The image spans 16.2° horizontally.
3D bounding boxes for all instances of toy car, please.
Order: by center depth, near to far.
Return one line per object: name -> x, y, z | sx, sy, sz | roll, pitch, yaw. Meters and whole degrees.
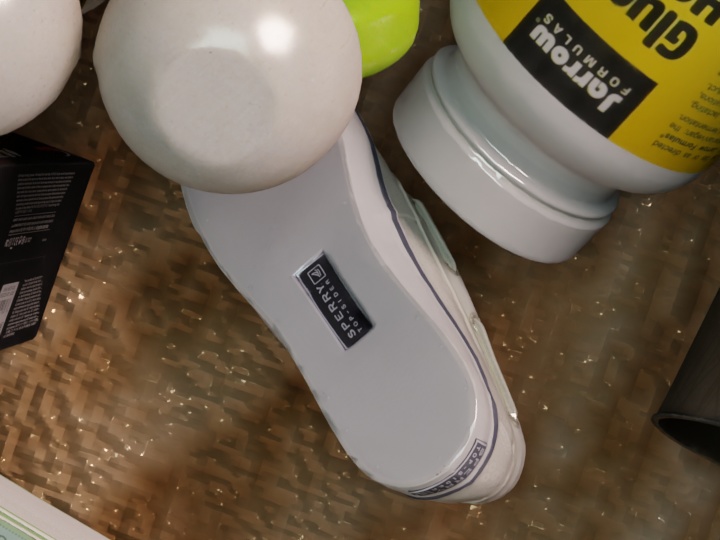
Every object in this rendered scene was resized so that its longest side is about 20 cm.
toy car -> -0.074, -0.124, 0.821 | 0.199, 0.175, 0.150 | 11, 115, 0

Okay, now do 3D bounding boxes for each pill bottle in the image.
pill bottle -> 0.103, -0.100, 0.858 | 0.112, 0.112, 0.200 | 44, 116, 5

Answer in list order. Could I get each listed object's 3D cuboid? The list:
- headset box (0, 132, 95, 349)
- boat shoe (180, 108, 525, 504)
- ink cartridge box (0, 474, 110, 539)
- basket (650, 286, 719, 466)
headset box -> -0.210, -0.037, 0.881 | 0.200, 0.149, 0.077 | 21, 95, 6
boat shoe -> 0.000, 0.000, 0.906 | 0.071, 0.070, 0.200 | -40, 60, 12
ink cartridge box -> -0.099, 0.110, 0.841 | 0.145, 0.200, 0.048 | 30, 87, 5
basket -> 0.206, -0.014, 0.859 | 0.180, 0.136, 0.200 | 23, 81, -31
